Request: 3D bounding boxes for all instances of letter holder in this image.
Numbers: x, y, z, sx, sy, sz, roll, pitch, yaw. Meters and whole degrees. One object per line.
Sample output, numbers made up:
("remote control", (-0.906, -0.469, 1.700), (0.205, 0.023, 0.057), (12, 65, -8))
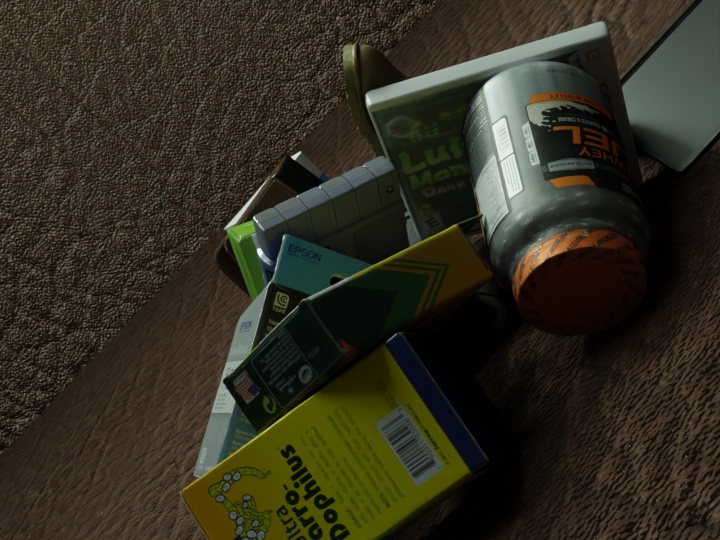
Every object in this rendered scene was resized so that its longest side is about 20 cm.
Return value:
("letter holder", (-0.037, 0.010, 1.518), (0.142, 0.200, 0.101), (-52, 6, 14))

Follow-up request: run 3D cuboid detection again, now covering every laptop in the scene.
("laptop", (0.306, -0.162, 1.400), (0.187, 0.116, 0.200), (-46, -17, -1))

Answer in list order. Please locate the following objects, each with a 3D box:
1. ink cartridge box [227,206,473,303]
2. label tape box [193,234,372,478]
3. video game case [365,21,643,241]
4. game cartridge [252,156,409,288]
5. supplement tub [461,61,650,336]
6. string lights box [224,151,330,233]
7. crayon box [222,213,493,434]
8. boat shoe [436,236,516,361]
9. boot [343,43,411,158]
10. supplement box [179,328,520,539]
("ink cartridge box", (0.000, 0.000, 1.426), (0.200, 0.148, 0.076), (-21, 13, -9))
("label tape box", (-0.033, 0.090, 1.251), (0.066, 0.143, 0.200), (-18, 55, 68))
("video game case", (0.123, -0.107, 1.300), (0.200, 0.182, 0.023), (-16, 47, 8))
("game cartridge", (-0.015, 0.013, 1.313), (0.130, 0.200, 0.038), (-29, 44, -19))
("supplement tub", (0.149, -0.055, 1.194), (0.123, 0.123, 0.200), (-40, 39, 29))
("string lights box", (-0.030, -0.015, 1.621), (0.103, 0.200, 0.059), (-51, 12, -23))
("crayon box", (0.010, 0.036, 1.135), (0.200, 0.051, 0.127), (-27, -12, -44))
("boat shoe", (0.103, 0.030, 1.345), (0.200, 0.072, 0.065), (-38, 32, -22))
("boot", (0.099, -0.151, 1.313), (0.200, 0.175, 0.066), (-11, 62, 13))
("supplement box", (-0.006, 0.140, 1.106), (0.200, 0.110, 0.109), (-37, -11, 13))
